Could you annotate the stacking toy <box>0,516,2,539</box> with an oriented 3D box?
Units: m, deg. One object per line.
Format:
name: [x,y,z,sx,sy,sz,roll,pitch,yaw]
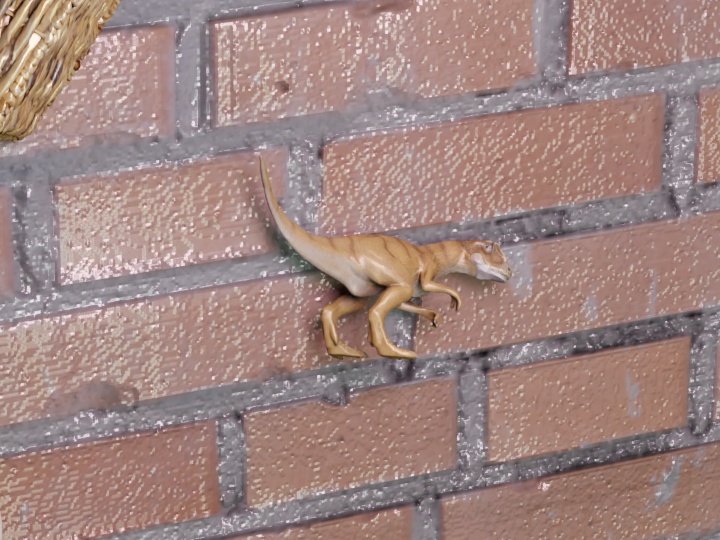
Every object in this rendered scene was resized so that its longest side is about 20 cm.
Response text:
stacking toy: [-0.311,0.127,1.631,0.146,0.146,0.200,-45,124,-5]

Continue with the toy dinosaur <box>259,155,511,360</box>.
toy dinosaur: [0.000,0.000,1.808,0.199,0.060,0.107,10,80,-35]

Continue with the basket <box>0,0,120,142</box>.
basket: [-0.202,-0.185,1.618,0.142,0.149,0.200,33,93,0]
